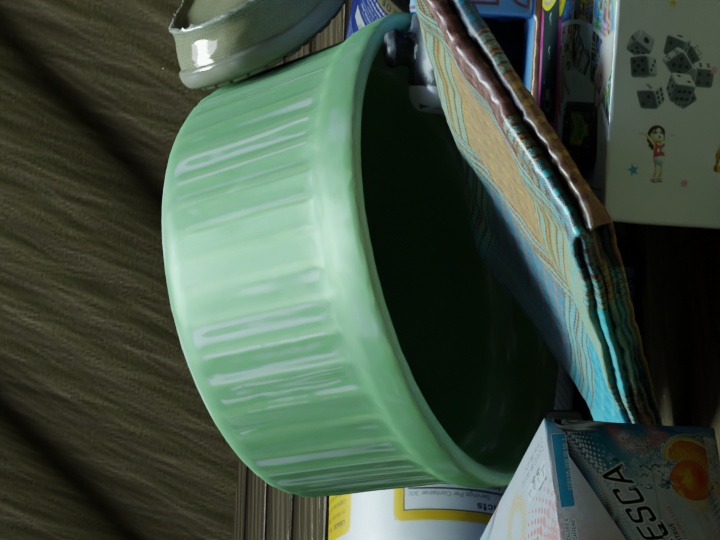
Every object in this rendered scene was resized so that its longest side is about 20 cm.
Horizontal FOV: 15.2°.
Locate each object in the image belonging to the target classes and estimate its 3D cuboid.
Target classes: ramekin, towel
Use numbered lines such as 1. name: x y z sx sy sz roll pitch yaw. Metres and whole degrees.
1. ramekin: 0.000 0.000 1.129 0.200 0.098 0.200 42 -139 -52
2. towel: 0.063 -0.015 0.979 0.147 0.022 0.200 59 176 32

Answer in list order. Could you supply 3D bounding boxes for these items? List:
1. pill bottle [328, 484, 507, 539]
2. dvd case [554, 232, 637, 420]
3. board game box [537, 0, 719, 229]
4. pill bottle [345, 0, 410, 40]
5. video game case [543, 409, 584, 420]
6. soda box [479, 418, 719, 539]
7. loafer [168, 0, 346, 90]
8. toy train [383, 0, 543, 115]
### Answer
1. pill bottle: 0.036 0.102 1.322 0.104 0.104 0.200 108 164 -68
2. dvd case: 0.095 0.075 1.190 0.143 0.018 0.200 -112 25 -77
3. board game box: 0.107 -0.119 0.957 0.148 0.064 0.200 -149 62 -82
4. pill bottle: 0.047 -0.101 1.281 0.200 0.112 0.112 103 168 -58
5. video game case: 0.094 0.163 1.061 0.200 0.018 0.143 -113 27 -63
6. soda box: 0.072 0.131 0.969 0.200 0.064 0.068 112 158 -53
7. loafer: -0.035 -0.155 1.157 0.068 0.076 0.200 51 -135 -25
8. toy train: 0.069 -0.143 1.070 0.087 0.114 0.200 -140 54 -83
